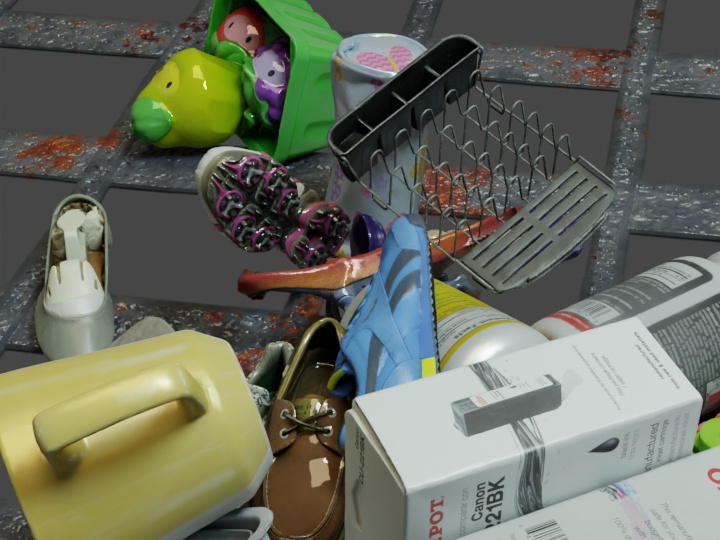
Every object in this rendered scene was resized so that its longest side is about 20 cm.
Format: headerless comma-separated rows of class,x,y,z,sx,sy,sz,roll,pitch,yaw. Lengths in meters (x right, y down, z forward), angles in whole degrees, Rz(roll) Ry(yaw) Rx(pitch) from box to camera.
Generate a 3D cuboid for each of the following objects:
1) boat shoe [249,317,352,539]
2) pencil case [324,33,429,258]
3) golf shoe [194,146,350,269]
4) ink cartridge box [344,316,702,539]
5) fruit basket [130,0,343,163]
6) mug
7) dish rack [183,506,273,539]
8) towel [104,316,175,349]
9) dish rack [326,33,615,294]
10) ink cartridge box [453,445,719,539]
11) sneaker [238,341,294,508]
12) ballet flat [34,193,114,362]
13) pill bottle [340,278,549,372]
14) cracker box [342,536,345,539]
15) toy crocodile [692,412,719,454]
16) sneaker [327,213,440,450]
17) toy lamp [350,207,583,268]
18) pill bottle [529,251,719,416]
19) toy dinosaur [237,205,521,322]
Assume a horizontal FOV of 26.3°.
boat shoe,-0.038,0.112,1.045,0.071,0.068,0.201,1,37,2
pencil case,0.012,-0.102,1.322,0.090,0.201,0.083,16,33,13
golf shoe,-0.087,-0.057,1.235,0.092,0.200,0.073,35,90,26
ink cartridge box,0.096,0.129,0.951,0.199,0.145,0.084,-14,42,-17
fruit basket,-0.125,-0.192,1.512,0.214,0.156,0.216,12,28,-6
mug,-0.135,0.114,0.954,0.152,0.150,0.187,-21,16,-10
dish rack,-0.151,0.217,0.972,0.199,0.044,0.172,-13,21,46
towel,-0.164,0.109,1.121,0.132,0.035,0.200,-40,30,-7
dish rack,0.091,-0.079,1.194,0.153,0.055,0.200,-40,61,-17
ink cartridge box,0.163,0.226,0.903,0.199,0.145,0.147,-16,41,-16
sneaker,-0.086,0.125,1.110,0.076,0.089,0.200,6,38,12
ballet flat,-0.244,0.004,1.307,0.067,0.064,0.201,-6,37,-4
pill bottle,0.075,0.079,1.108,0.112,0.113,0.200,-22,27,-24
cracker box,-0.011,0.209,1.016,0.133,0.058,0.200,8,38,15
toy crocodile,0.283,0.119,1.108,0.199,0.068,0.062,-22,39,-23
sneaker,0.015,0.038,1.035,0.078,0.066,0.201,-5,47,6
toy lamp,0.093,-0.025,1.309,0.199,0.059,0.058,-2,34,-20
pill bottle,0.228,0.058,1.155,0.199,0.116,0.116,-22,40,-24
toy dinosaur,0.000,0.000,1.233,0.181,0.201,0.105,19,12,-23
